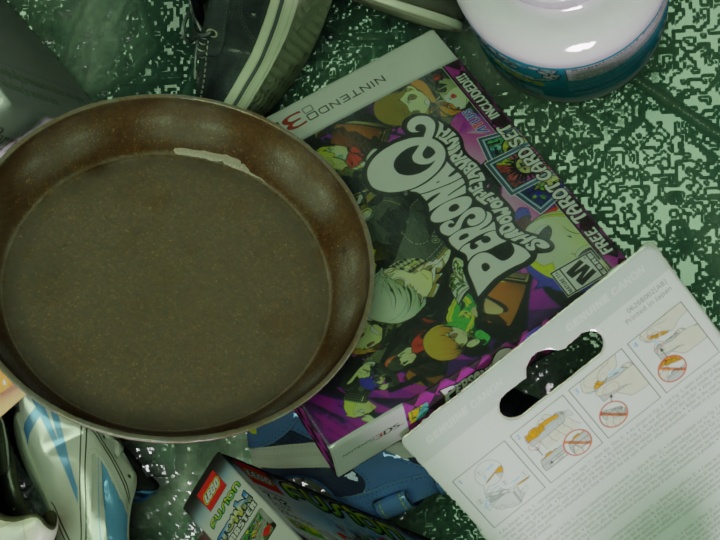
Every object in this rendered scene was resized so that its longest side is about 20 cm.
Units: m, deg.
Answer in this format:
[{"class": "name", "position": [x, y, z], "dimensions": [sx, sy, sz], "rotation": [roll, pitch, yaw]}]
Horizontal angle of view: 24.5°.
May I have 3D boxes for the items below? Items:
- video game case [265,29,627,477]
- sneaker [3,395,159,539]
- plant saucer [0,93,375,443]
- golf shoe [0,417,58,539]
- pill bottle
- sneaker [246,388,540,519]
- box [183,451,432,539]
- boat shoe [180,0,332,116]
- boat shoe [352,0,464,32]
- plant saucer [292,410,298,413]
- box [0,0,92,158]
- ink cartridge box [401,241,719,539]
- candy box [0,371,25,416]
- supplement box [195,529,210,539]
[{"class": "video game case", "position": [0.015, -0.017, 0.865], "dimensions": [0.180, 0.036, 0.200], "rotation": [-29, 57, -10]}, {"class": "sneaker", "position": [-0.160, 0.104, 0.948], "dimensions": [0.072, 0.072, 0.201], "rotation": [-16, 81, -18]}, {"class": "plant saucer", "position": [-0.093, 0.001, 0.804], "dimensions": [0.198, 0.035, 0.202], "rotation": [5, 56, -7]}, {"class": "golf shoe", "position": [-0.235, 0.101, 0.932], "dimensions": [0.097, 0.078, 0.200], "rotation": [-47, 69, 18]}, {"class": "pill bottle", "position": [0.103, -0.152, 0.839], "dimensions": [0.110, 0.200, 0.112], "rotation": [0, 87, 9]}, {"class": "sneaker", "position": [0.029, 0.097, 0.911], "dimensions": [0.198, 0.074, 0.083], "rotation": [8, 94, 15]}, {"class": "box", "position": [0.014, 0.160, 0.832], "dimensions": [0.035, 0.199, 0.110], "rotation": [-57, 42, 4]}, {"class": "boat shoe", "position": [-0.060, -0.135, 0.892], "dimensions": [0.062, 0.075, 0.200], "rotation": [36, 137, 8]}, {"class": "boat shoe", "position": [-0.027, -0.191, 0.930], "dimensions": [0.199, 0.067, 0.057], "rotation": [23, 96, 13]}, {"class": "plant saucer", "position": [0.000, 0.000, 0.899], "dimensions": [0.199, 0.037, 0.202], "rotation": [-4, 55, 6]}, {"class": "box", "position": [-0.276, -0.098, 0.901], "dimensions": [0.171, 0.199, 0.200], "rotation": [-42, 84, 5]}, {"class": "ink cartridge box", "position": [0.134, 0.096, 0.857], "dimensions": [0.162, 0.050, 0.200], "rotation": [-39, 112, 6]}, {"class": "candy box", "position": [-0.256, 0.069, 0.849], "dimensions": [0.200, 0.115, 0.055], "rotation": [-41, 60, -1]}, {"class": "supplement box", "position": [-0.001, 0.202, 0.891], "dimensions": [0.199, 0.109, 0.061], "rotation": [33, 95, 8]}]
